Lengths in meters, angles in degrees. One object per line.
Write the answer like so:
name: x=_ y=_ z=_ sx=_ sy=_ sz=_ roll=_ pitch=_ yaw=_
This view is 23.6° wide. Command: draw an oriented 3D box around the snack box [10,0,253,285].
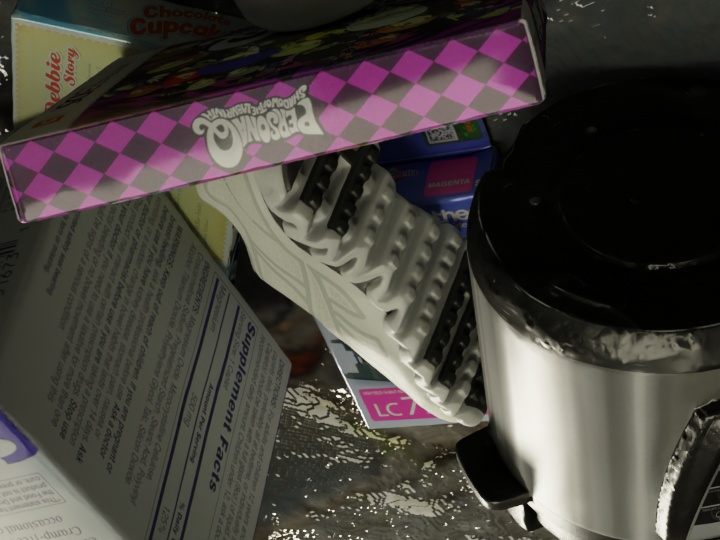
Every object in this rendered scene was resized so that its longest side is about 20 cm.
snack box: x=-0.115 y=-0.050 z=0.868 sx=0.115 sy=0.037 sz=0.201 roll=12 pitch=137 yaw=0

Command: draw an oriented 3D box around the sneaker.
sneaker: x=0.000 y=0.000 z=0.819 sx=0.080 sy=0.076 sz=0.200 roll=-7 pitch=134 yaw=41

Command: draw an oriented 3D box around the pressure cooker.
pressure cooker: x=0.142 y=0.035 z=0.791 sx=0.174 sy=0.179 sz=0.201 roll=11 pitch=138 yaw=20

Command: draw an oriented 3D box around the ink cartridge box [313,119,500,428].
ink cartridge box: x=0.030 y=0.003 z=0.886 sx=0.118 sy=0.042 sz=0.201 roll=-6 pitch=132 yaw=20

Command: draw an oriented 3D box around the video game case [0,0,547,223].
video game case: x=-0.024 y=-0.077 z=0.690 sx=0.198 sy=0.181 sz=0.036 roll=-12 pitch=106 yaw=10

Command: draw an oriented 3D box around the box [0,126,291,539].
box: x=-0.135 y=0.061 z=0.826 sx=0.104 sy=0.185 sz=0.201 roll=-15 pitch=131 yaw=25

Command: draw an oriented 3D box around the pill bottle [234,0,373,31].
pill bottle: x=-0.050 y=-0.193 z=0.644 sx=0.111 sy=0.113 sz=0.201 roll=-10 pitch=132 yaw=24
